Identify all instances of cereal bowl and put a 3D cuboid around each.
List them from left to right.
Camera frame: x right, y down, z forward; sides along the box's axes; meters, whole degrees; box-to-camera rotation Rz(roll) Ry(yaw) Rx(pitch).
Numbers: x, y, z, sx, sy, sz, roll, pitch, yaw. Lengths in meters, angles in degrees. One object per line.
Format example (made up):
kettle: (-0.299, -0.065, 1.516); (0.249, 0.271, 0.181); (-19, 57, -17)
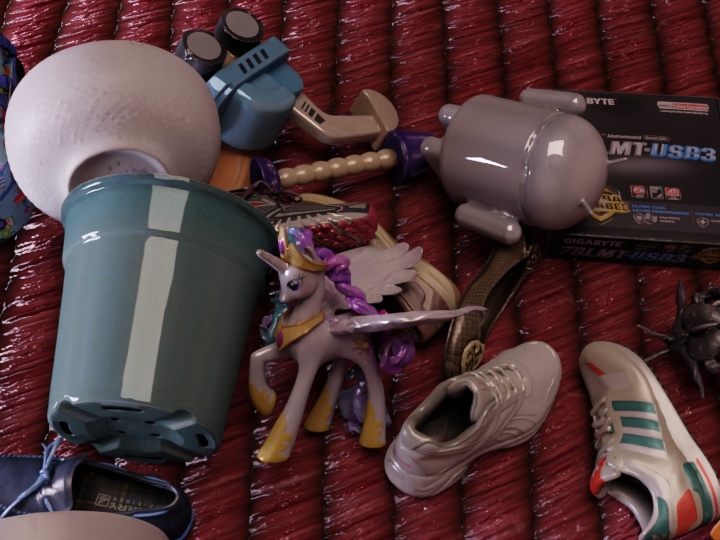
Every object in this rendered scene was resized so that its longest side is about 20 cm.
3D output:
cereal bowl: (-0.221, -0.104, 1.146); (0.199, 0.201, 0.084); (-6, 47, -9)

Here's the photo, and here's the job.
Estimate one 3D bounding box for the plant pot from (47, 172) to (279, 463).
plant pot: (-0.179, 0.052, 1.102); (0.199, 0.201, 0.197); (6, 63, -1)

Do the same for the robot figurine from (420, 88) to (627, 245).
robot figurine: (0.158, -0.106, 1.240); (0.199, 0.113, 0.170); (20, 77, 36)

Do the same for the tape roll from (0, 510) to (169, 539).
tape roll: (-0.228, 0.280, 0.923); (0.201, 0.203, 0.140); (-7, 56, -10)

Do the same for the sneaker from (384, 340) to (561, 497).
sneaker: (0.111, 0.119, 1.126); (0.200, 0.100, 0.078); (-36, 65, -26)

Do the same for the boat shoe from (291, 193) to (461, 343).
boat shoe: (0.000, 0.000, 1.219); (0.200, 0.072, 0.072); (36, 61, 14)

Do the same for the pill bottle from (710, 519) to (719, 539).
pill bottle: (0.385, 0.266, 1.046); (0.106, 0.107, 0.200); (-33, 64, -25)

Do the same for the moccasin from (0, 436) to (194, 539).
moccasin: (-0.239, 0.180, 1.071); (0.198, 0.068, 0.081); (5, 55, -2)

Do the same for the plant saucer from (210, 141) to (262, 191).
plant saucer: (-0.198, -0.107, 1.296); (0.199, 0.032, 0.201); (2, 55, -3)

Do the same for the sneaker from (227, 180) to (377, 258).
sneaker: (-0.081, -0.048, 1.190); (0.199, 0.081, 0.075); (-3, 65, 16)

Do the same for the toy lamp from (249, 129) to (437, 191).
toy lamp: (-0.012, -0.107, 1.291); (0.199, 0.058, 0.058); (-10, 57, -20)

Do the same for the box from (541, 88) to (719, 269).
box: (0.288, -0.100, 1.326); (0.198, 0.050, 0.200); (4, 57, -2)

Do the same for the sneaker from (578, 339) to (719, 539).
sneaker: (0.236, 0.151, 1.133); (0.093, 0.071, 0.200); (-19, 60, -19)

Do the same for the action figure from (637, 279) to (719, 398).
action figure: (0.368, 0.061, 1.195); (0.199, 0.102, 0.120); (-12, 62, 18)

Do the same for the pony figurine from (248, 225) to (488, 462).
pony figurine: (-0.010, 0.055, 1.101); (0.192, 0.201, 0.166); (-3, 20, -29)

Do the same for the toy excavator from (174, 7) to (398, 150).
toy excavator: (-0.082, -0.170, 1.299); (0.200, 0.100, 0.194); (43, 46, 5)

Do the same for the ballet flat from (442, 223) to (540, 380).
ballet flat: (0.127, 0.029, 1.213); (0.046, 0.068, 0.200); (17, 49, 17)

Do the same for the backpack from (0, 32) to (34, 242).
backpack: (-0.405, -0.120, 1.226); (0.181, 0.135, 0.201); (-7, 59, -9)
